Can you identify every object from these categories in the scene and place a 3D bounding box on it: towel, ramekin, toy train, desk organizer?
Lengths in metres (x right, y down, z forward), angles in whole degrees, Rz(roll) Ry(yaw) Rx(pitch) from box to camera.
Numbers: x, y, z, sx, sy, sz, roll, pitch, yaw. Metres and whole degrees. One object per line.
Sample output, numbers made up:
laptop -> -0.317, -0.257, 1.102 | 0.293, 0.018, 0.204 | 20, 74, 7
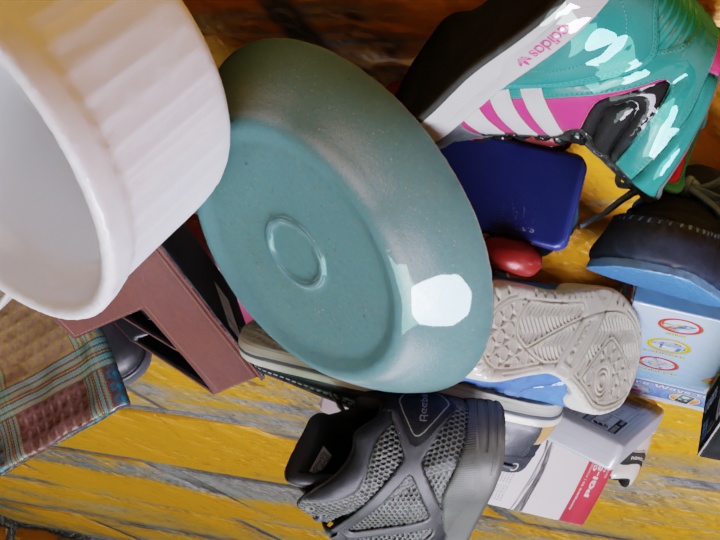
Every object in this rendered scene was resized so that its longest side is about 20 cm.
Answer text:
towel -> -0.237, 0.023, 0.963 | 0.147, 0.200, 0.022 | -29, 168, 29
ramekin -> -0.155, -0.084, 0.705 | 0.200, 0.098, 0.201 | 32, 146, 25
toy train -> 0.026, -0.054, 0.822 | 0.200, 0.085, 0.116 | 14, 178, 14
desk organizer -> -0.131, 0.012, 0.880 | 0.077, 0.072, 0.200 | -24, 149, 3

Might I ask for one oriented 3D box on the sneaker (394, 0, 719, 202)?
sneaker -> 0.097, -0.077, 0.679 | 0.121, 0.084, 0.200 | 31, 157, -16

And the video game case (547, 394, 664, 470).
video game case -> 0.111, 0.076, 1.021 | 0.182, 0.024, 0.200 | 25, -171, 17

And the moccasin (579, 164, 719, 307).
moccasin -> 0.156, -0.023, 0.734 | 0.080, 0.068, 0.200 | 17, -175, 14

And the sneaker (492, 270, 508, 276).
sneaker -> 0.000, 0.000, 0.995 | 0.200, 0.077, 0.085 | 16, 171, 3

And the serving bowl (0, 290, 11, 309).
serving bowl -> -0.265, -0.066, 0.908 | 0.200, 0.066, 0.200 | 14, 121, 24

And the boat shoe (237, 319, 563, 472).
boat shoe -> 0.021, 0.075, 0.895 | 0.200, 0.062, 0.075 | 15, -155, -1

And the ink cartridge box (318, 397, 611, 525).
ink cartridge box -> 0.088, 0.116, 1.130 | 0.147, 0.083, 0.200 | 30, -176, 37

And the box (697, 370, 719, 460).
box -> 0.292, 0.083, 0.863 | 0.160, 0.049, 0.200 | 10, 161, 8

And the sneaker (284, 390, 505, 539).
sneaker -> 0.006, 0.145, 0.863 | 0.114, 0.076, 0.199 | 13, 128, -4

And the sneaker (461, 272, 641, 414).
sneaker -> 0.074, 0.034, 0.842 | 0.111, 0.077, 0.200 | 12, -179, 38

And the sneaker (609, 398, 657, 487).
sneaker -> 0.149, 0.135, 1.250 | 0.200, 0.088, 0.076 | 2, 160, 39

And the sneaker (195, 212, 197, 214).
sneaker -> -0.061, -0.031, 0.912 | 0.200, 0.092, 0.076 | 15, 163, 2

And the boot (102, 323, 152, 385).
boot -> -0.247, -0.004, 1.091 | 0.165, 0.066, 0.200 | 45, 175, 28

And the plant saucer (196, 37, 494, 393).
plant saucer -> -0.022, -0.016, 0.735 | 0.200, 0.036, 0.200 | 32, 140, 31

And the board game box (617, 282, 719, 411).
board game box -> 0.261, 0.046, 0.948 | 0.200, 0.056, 0.196 | 13, 162, 5

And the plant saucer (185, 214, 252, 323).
plant saucer -> -0.106, -0.001, 1.093 | 0.200, 0.051, 0.201 | 16, 165, 4
